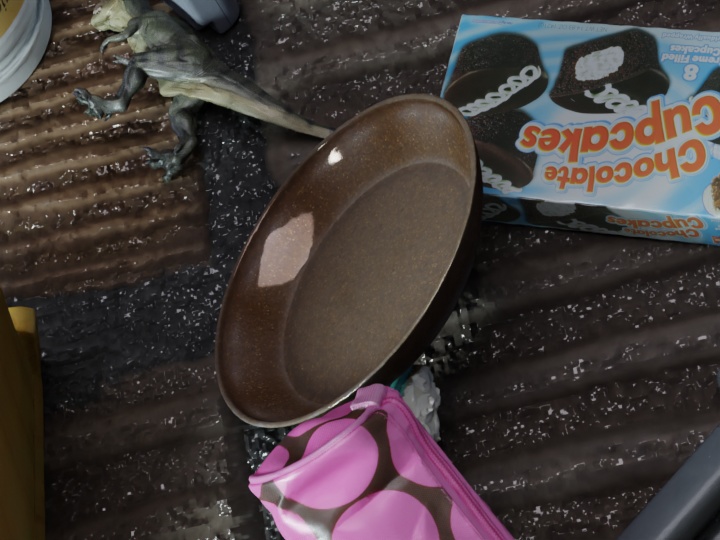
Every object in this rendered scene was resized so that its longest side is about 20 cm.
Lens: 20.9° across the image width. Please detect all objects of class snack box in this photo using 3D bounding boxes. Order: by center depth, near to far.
[{"bbox_3d":[0.140,-0.078,1.075,0.199,0.037,0.116,7,66,21],"label":"snack box"}]

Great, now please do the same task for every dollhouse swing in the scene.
[{"bbox_3d":[-0.245,0.109,1.020,0.181,0.176,0.200,-12,61,11],"label":"dollhouse swing"}]

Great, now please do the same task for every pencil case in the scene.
[{"bbox_3d":[0.039,0.146,0.919,0.200,0.091,0.094,49,122,2],"label":"pencil case"}]

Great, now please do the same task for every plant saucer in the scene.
[{"bbox_3d":[0.000,0.000,1.039,0.200,0.037,0.201,-36,36,31],"label":"plant saucer"}]

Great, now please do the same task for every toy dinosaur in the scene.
[{"bbox_3d":[-0.113,-0.108,1.171,0.200,0.047,0.088,36,71,26],"label":"toy dinosaur"}]

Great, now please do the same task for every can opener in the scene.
[{"bbox_3d":[0.182,0.095,0.973,0.200,0.053,0.067,-46,27,-9],"label":"can opener"}]

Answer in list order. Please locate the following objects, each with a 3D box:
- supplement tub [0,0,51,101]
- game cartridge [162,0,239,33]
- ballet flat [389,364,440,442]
[{"bbox_3d":[-0.282,-0.194,1.177,0.144,0.200,0.145,-7,62,14],"label":"supplement tub"},{"bbox_3d":[-0.162,-0.236,1.201,0.040,0.133,0.200,-46,60,-4],"label":"game cartridge"},{"bbox_3d":[0.000,0.146,0.996,0.072,0.072,0.200,24,74,27],"label":"ballet flat"}]
